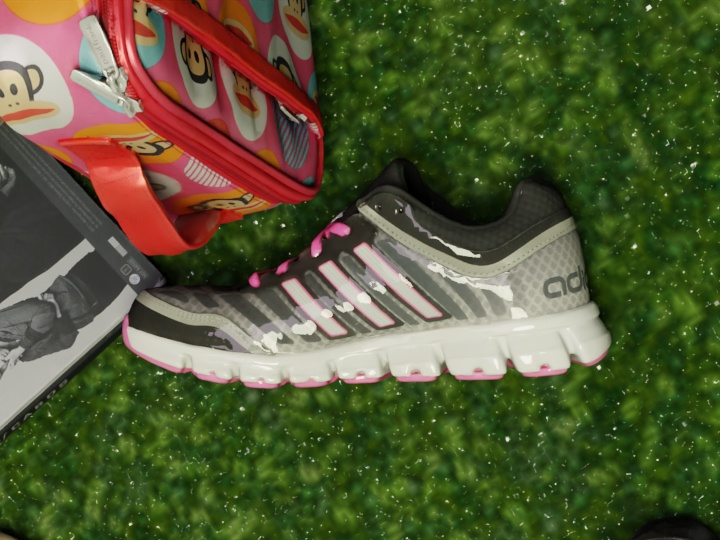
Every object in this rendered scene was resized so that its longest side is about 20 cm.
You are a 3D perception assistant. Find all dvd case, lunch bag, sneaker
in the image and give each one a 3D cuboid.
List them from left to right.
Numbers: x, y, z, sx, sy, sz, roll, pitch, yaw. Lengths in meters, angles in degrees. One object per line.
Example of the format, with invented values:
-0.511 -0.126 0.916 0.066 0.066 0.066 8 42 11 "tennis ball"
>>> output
-0.203 0.019 0.919 0.200 0.025 0.150 -42 80 -10 "dvd case"
-0.079 -0.095 0.815 0.081 0.200 0.178 -9 76 18 "lunch bag"
0.000 0.000 0.872 0.198 0.074 0.088 -3 92 12 "sneaker"

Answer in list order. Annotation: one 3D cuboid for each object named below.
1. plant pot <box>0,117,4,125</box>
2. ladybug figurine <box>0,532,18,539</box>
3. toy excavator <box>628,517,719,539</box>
-0.258 -0.135 0.897 0.199 0.186 0.189 3 93 39 "plant pot"
-0.177 0.209 0.935 0.134 0.072 0.202 0 92 18 "ladybug figurine"
0.126 0.205 0.836 0.193 0.100 0.202 -10 98 19 "toy excavator"
